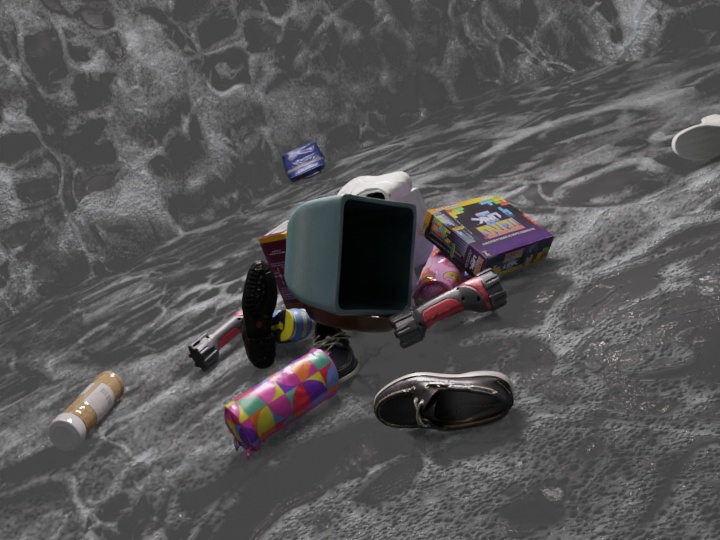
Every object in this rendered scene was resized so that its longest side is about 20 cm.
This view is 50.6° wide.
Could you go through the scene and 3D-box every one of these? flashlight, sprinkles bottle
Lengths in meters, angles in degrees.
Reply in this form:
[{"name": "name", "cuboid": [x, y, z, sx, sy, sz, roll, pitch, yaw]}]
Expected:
[{"name": "flashlight", "cuboid": [-0.281, 0.141, 1.640, 0.067, 0.069, 0.200, 26, 44, 21]}, {"name": "flashlight", "cuboid": [0.150, 0.069, 1.294, 0.196, 0.069, 0.068, -27, 3, -4]}, {"name": "sprinkles bottle", "cuboid": [-0.543, 0.277, 1.521, 0.067, 0.070, 0.201, -16, 16, 14]}]

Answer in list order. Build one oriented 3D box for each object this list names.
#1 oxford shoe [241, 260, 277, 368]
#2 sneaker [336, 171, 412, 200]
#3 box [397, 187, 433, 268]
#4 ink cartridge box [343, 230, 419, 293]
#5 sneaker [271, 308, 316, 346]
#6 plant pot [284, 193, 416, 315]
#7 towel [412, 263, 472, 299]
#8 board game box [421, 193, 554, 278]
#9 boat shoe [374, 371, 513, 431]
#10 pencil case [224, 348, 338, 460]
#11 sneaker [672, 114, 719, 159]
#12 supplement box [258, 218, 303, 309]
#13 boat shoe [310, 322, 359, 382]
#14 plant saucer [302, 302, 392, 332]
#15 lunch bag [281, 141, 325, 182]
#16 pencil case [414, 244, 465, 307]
[{"name": "oxford shoe", "cuboid": [-0.207, 0.083, 1.490, 0.071, 0.206, 0.084, 3, 2, -24]}, {"name": "sneaker", "cuboid": [0.000, -0.150, 1.578, 0.197, 0.075, 0.115, -15, 14, 40]}, {"name": "box", "cuboid": [0.059, -0.067, 1.659, 0.197, 0.155, 0.106, -27, 10, -9]}, {"name": "ink cartridge box", "cuboid": [0.000, 0.000, 1.540, 0.196, 0.149, 0.087, -15, 11, 34]}, {"name": "sneaker", "cuboid": [-0.144, 0.114, 1.530, 0.080, 0.076, 0.199, -4, -1, -27]}, {"name": "plant pot", "cuboid": [-0.037, -0.028, 1.382, 0.193, 0.203, 0.197, 3, 1, -45]}, {"name": "towel", "cuboid": [0.185, -0.003, 1.569, 0.141, 0.024, 0.201, -17, 17, 19]}, {"name": "board game box", "cuboid": [0.239, -0.067, 1.431, 0.197, 0.058, 0.165, -16, 43, -37]}, {"name": "boat shoe", "cuboid": [0.105, 0.180, 1.010, 0.195, 0.076, 0.060, -7, 15, 18]}, {"name": "pencil case", "cuboid": [-0.122, 0.206, 1.198, 0.198, 0.090, 0.087, -33, 20, -30]}, {"name": "sneaker", "cuboid": [0.753, -0.291, 1.661, 0.194, 0.076, 0.116, -12, 14, -5]}, {"name": "supplement box", "cuboid": [-0.124, -0.003, 1.636, 0.084, 0.204, 0.110, -7, 20, 40]}, {"name": "boat shoe", "cuboid": [-0.047, 0.138, 1.343, 0.073, 0.063, 0.200, -20, 17, -2]}, {"name": "plant saucer", "cuboid": [-0.014, 0.083, 1.402, 0.194, 0.036, 0.200, 7, 5, -1]}, {"name": "lunch bag", "cuboid": [-0.249, -0.488, 3.468, 0.196, 0.135, 0.136, -22, 0, -1]}, {"name": "pencil case", "cuboid": [0.159, 0.004, 1.430, 0.085, 0.089, 0.201, -13, 26, 24]}]
